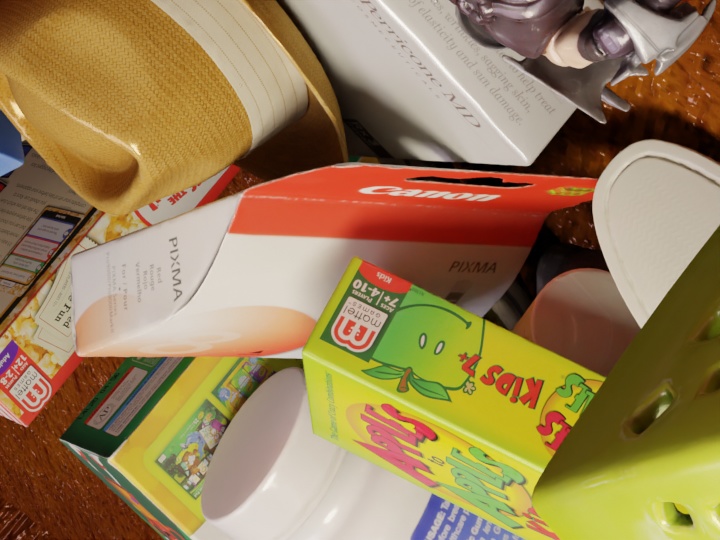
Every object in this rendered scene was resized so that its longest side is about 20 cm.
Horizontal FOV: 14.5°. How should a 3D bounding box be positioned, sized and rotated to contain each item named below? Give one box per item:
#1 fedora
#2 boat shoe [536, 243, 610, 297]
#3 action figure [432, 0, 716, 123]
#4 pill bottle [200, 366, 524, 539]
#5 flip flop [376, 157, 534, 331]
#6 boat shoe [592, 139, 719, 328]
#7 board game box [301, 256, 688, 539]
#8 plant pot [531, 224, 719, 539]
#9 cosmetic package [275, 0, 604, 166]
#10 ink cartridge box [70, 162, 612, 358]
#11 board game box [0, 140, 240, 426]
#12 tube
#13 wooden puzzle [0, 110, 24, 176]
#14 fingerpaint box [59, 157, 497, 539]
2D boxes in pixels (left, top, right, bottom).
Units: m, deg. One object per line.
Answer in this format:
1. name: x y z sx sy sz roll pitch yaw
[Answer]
1. fedora: -0.095 -0.079 1.122 0.200 0.082 0.201 38 162 15
2. boat shoe: 0.126 0.054 1.292 0.065 0.073 0.200 34 155 35
3. action figure: 0.054 -0.115 0.898 0.130 0.070 0.200 30 168 8
4. pill bottle: 0.029 0.128 1.318 0.200 0.112 0.112 33 167 -19
5. flip flop: 0.041 0.003 1.300 0.200 0.057 0.081 56 -175 -42
6. boat shoe: 0.174 0.025 1.098 0.200 0.074 0.060 42 -157 11
7. board game box: 0.076 0.073 1.128 0.199 0.048 0.102 26 162 11
8. plant pot: 0.205 0.048 0.853 0.199 0.200 0.181 41 157 -6
9. cosmetic package: 0.006 -0.100 1.111 0.102 0.074 0.200 46 164 -22
10. ink cartridge box: 0.000 0.000 1.156 0.162 0.050 0.200 2 171 -37
11. board game box: -0.157 -0.023 1.468 0.046 0.200 0.151 48 163 -30
12. tube: 0.080 0.052 1.222 0.200 0.052 0.058 110 150 -70
13. wooden puzzle: -0.186 -0.092 1.332 0.199 0.047 0.185 -19 158 29
14. fingerpaint box: -0.019 0.065 1.395 0.167 0.200 0.073 45 165 -23
